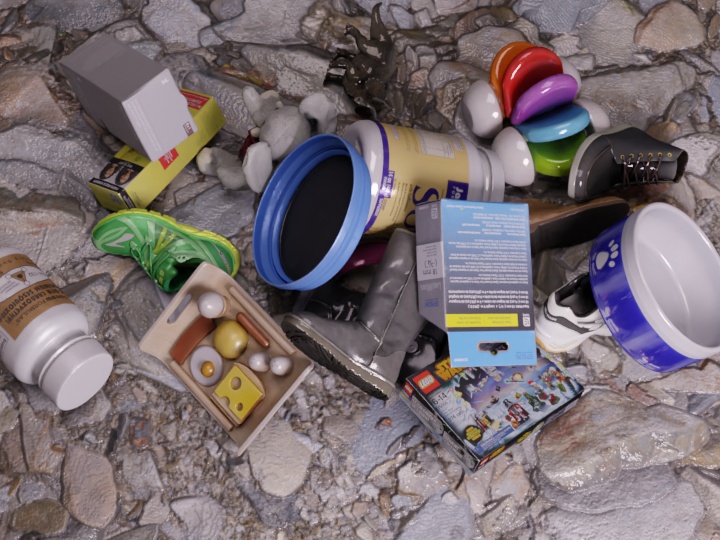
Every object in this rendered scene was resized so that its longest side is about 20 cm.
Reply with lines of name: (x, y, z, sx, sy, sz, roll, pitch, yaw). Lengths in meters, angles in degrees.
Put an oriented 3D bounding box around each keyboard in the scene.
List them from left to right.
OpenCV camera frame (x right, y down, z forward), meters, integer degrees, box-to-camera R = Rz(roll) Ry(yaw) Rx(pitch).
keyboard: (-0.241, 0.022, 1.746, 0.056, 0.011, 0.202, -17, 62, -17)

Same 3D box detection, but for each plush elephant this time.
plush elephant: (-0.116, -0.177, 1.779, 0.164, 0.156, 0.200, -39, 67, -22)

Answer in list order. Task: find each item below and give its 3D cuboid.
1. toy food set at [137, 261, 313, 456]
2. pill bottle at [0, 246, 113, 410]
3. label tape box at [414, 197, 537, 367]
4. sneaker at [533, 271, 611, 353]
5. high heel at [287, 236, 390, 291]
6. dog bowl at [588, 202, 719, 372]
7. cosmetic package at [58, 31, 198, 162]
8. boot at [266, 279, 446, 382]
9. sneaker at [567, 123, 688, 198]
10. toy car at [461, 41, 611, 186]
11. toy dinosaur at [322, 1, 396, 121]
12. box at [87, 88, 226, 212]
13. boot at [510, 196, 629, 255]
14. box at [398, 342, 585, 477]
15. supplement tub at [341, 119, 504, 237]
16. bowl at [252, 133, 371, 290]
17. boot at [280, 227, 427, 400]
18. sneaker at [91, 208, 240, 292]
toy food set: (-0.167, 0.107, 1.628, 0.200, 0.060, 0.144, 44, 101, 22)
pill bottle: (-0.403, 0.074, 1.649, 0.114, 0.115, 0.200, -40, 68, -22)
label tape box: (0.142, 0.018, 1.637, 0.142, 0.063, 0.204, 2, 83, -34)
sneaker: (0.307, 0.038, 1.690, 0.198, 0.088, 0.076, -24, 59, -33)
high heel: (0.000, 0.000, 1.752, 0.197, 0.067, 0.098, 14, 93, -1)
dog bowl: (0.378, 0.022, 1.662, 0.198, 0.078, 0.203, 24, 51, -33)
cosmetic package: (-0.314, -0.237, 1.795, 0.090, 0.108, 0.200, -36, 39, -15)
boot: (-0.003, 0.107, 1.677, 0.198, 0.066, 0.167, 24, 74, 0)
sneaker: (0.359, -0.140, 1.775, 0.105, 0.076, 0.199, 22, 36, 30)
toy car: (0.245, -0.228, 1.822, 0.173, 0.151, 0.202, -21, 62, -14)
toy dinosaur: (0.009, -0.294, 1.913, 0.101, 0.077, 0.202, 23, 56, -2)
box: (-0.276, -0.162, 1.816, 0.075, 0.050, 0.200, 20, 58, 39)
boot: (0.262, -0.075, 1.785, 0.197, 0.074, 0.076, -14, 51, -7)
box: (0.163, 0.149, 1.633, 0.199, 0.040, 0.137, -28, 63, -35)
supplement tub: (0.073, -0.110, 1.731, 0.197, 0.146, 0.147, 7, 57, -20)
bowl: (-0.060, -0.070, 1.654, 0.039, 0.200, 0.203, 23, 51, -35)
boot: (0.014, 0.033, 1.619, 0.181, 0.072, 0.202, 36, 71, -24)
sneaker: (-0.256, -0.021, 1.721, 0.197, 0.075, 0.084, 14, 53, 1)
